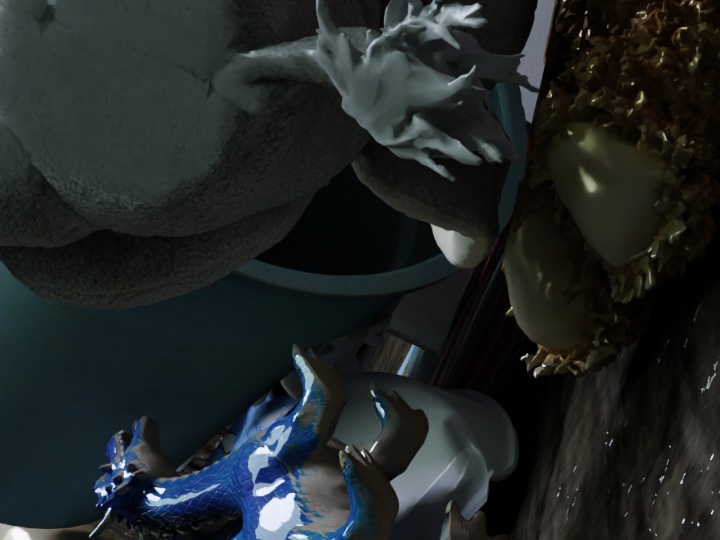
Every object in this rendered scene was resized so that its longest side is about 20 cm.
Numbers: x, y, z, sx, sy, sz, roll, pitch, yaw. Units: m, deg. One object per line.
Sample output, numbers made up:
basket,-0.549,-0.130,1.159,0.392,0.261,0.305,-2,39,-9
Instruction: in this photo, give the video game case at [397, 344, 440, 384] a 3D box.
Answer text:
video game case,-0.002,0.120,1.071,0.200,0.022,0.182,-66,2,-58

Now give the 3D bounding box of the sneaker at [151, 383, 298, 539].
sneaker,-0.031,0.094,0.998,0.089,0.078,0.200,-55,4,-20

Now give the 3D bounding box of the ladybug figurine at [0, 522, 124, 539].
ladybug figurine,-0.084,0.149,0.888,0.072,0.135,0.200,-58,-31,-8

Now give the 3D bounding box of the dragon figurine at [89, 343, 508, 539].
dragon figurine,-0.016,0.090,0.648,0.100,0.059,0.200,-54,35,14

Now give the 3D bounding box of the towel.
towel,0.043,0.036,0.862,0.200,0.023,0.145,-65,-1,-75

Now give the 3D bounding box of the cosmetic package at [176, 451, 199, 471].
cosmetic package,-0.052,-0.021,1.036,0.200,0.103,0.073,-45,-14,-28

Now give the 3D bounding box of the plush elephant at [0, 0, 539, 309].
plush elephant,-0.024,-0.072,0.580,0.155,0.199,0.166,-22,-55,-61

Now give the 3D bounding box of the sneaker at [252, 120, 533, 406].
sneaker,0.000,0.000,0.888,0.200,0.075,0.092,-26,59,50

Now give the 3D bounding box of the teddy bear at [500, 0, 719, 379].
teddy bear,0.081,-0.067,0.582,0.145,0.066,0.200,103,-179,-45

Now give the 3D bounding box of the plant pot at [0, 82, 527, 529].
plant pot,-0.082,-0.024,0.778,0.196,0.200,0.201,-46,13,42

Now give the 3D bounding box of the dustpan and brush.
dustpan and brush,-0.005,0.070,0.767,0.140,0.057,0.200,-52,31,17

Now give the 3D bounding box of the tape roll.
tape roll,0.063,-0.060,1.013,0.203,0.037,0.203,90,-154,-75
